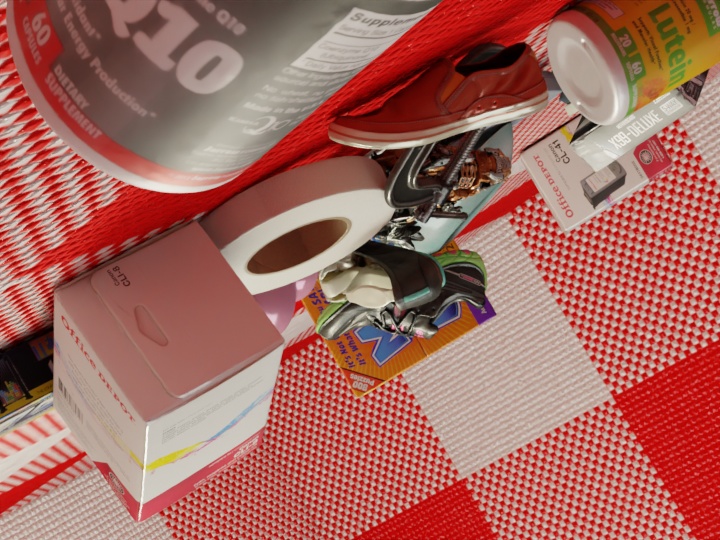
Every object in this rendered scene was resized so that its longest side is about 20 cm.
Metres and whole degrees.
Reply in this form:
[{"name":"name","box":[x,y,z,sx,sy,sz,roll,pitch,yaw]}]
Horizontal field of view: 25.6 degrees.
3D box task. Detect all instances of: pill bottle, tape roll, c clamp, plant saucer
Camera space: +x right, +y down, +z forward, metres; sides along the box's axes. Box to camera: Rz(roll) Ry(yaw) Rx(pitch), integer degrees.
[{"name":"pill bottle","box":[-0.026,-0.119,0.527,0.113,0.115,0.200,-26,173,-46]},{"name":"tape roll","box":[-0.063,-0.037,1.439,0.201,0.037,0.203,-22,163,-7]},{"name":"c clamp","box":[0.088,-0.122,1.429,0.170,0.027,0.201,-12,138,-52]},{"name":"pill bottle","box":[0.280,-0.227,1.458,0.199,0.112,0.111,-30,176,-16]},{"name":"plant saucer","box":[0.108,-0.073,1.712,0.201,0.039,0.201,-46,175,-5]}]

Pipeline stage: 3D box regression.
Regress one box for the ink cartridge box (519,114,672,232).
[{"name":"ink cartridge box","box":[0.370,-0.172,2.491,0.199,0.148,0.086,-32,175,4]}]

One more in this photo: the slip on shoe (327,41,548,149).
[{"name":"slip on shoe","box":[0.063,-0.142,1.301,0.198,0.062,0.074,-17,-161,-18]}]

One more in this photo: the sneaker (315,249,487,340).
[{"name":"sneaker","box":[0.045,0.040,1.720,0.198,0.085,0.077,-19,175,4]}]

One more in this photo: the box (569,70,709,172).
[{"name":"box","box":[0.326,-0.219,1.763,0.157,0.050,0.201,-34,-160,47]}]

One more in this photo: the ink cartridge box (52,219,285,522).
[{"name":"ink cartridge box","box":[-0.169,0.088,1.358,0.144,0.146,0.201,-30,158,-25]}]

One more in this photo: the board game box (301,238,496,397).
[{"name":"board game box","box":[0.032,0.025,1.996,0.199,0.201,0.200,-30,176,-2]}]

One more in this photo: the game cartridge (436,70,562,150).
[{"name":"game cartridge","box":[0.121,-0.154,1.707,0.199,0.041,0.133,-33,172,19]}]

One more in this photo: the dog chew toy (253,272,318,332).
[{"name":"dog chew toy","box":[-0.122,0.029,1.576,0.199,0.125,0.124,-38,179,-25]}]

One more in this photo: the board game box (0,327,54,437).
[{"name":"board game box","box":[-0.306,0.102,1.503,0.199,0.057,0.165,-28,177,-36]}]

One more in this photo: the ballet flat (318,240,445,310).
[{"name":"ballet flat","box":[0.000,0.000,1.545,0.068,0.069,0.199,-35,-156,-25]}]

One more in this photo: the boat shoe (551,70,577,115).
[{"name":"boat shoe","box":[0.264,-0.227,1.684,0.074,0.062,0.200,-32,179,-19]}]

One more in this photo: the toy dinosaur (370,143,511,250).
[{"name":"toy dinosaur","box":[0.043,-0.092,1.546,0.198,0.103,0.136,15,161,-12]}]
